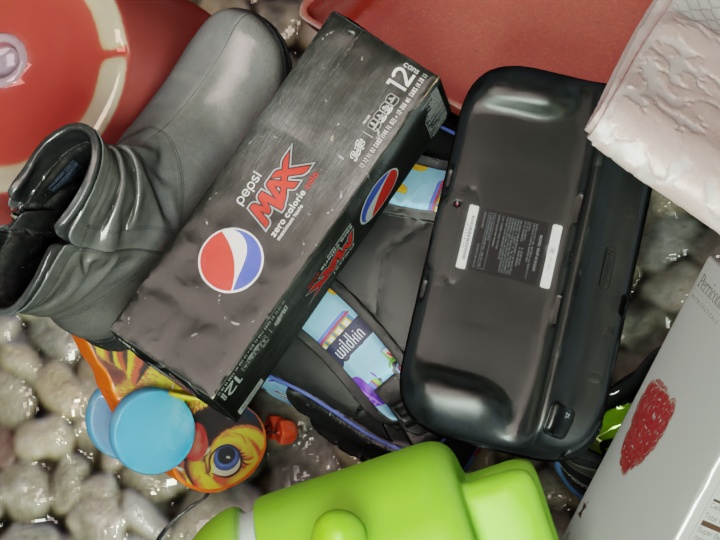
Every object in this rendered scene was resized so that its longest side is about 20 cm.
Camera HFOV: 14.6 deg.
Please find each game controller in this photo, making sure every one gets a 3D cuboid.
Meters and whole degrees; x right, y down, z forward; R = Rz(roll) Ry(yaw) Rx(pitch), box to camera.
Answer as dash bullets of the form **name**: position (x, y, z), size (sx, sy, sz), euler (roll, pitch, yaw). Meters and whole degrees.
- **game controller**: position (0.086, -0.006, 1.415), size (0.104, 0.042, 0.200), euler (11, 73, 9)

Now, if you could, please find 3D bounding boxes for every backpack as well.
- **backpack**: position (0.000, 0.000, 1.515), size (0.200, 0.135, 0.183), euler (27, 81, 17)

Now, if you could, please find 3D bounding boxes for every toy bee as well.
- **toy bee**: position (-0.096, 0.079, 1.553), size (0.108, 0.200, 0.131), euler (-20, 33, -18)

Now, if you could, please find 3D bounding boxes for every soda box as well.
- **soda box**: position (-0.039, -0.027, 1.426), size (0.071, 0.063, 0.200), euler (33, 83, 16)

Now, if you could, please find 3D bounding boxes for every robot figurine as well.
- **robot figurine**: position (-0.001, 0.156, 1.383), size (0.200, 0.175, 0.116), euler (-19, 93, 5)

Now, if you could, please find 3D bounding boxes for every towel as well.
- **towel**: position (0.221, -0.064, 1.436), size (0.200, 0.191, 0.032), euler (33, 129, -2)

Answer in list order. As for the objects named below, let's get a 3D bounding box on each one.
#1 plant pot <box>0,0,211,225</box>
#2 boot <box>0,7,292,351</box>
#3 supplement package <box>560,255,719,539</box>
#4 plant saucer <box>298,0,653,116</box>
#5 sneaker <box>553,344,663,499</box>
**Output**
- **plant pot**: position (-0.168, -0.089, 1.562), size (0.200, 0.177, 0.201), euler (-4, 76, 14)
- **boot**: position (-0.112, -0.054, 1.424), size (0.070, 0.132, 0.200), euler (23, 87, 25)
- **supplement package**: position (0.193, 0.117, 1.396), size (0.120, 0.121, 0.200), euler (23, 102, -18)
- **plant saucer**: position (0.100, -0.141, 1.540), size (0.199, 0.037, 0.200), euler (31, 55, 19)
- **sneaker**: position (0.195, 0.071, 1.477), size (0.199, 0.083, 0.071), euler (-19, 66, 8)
